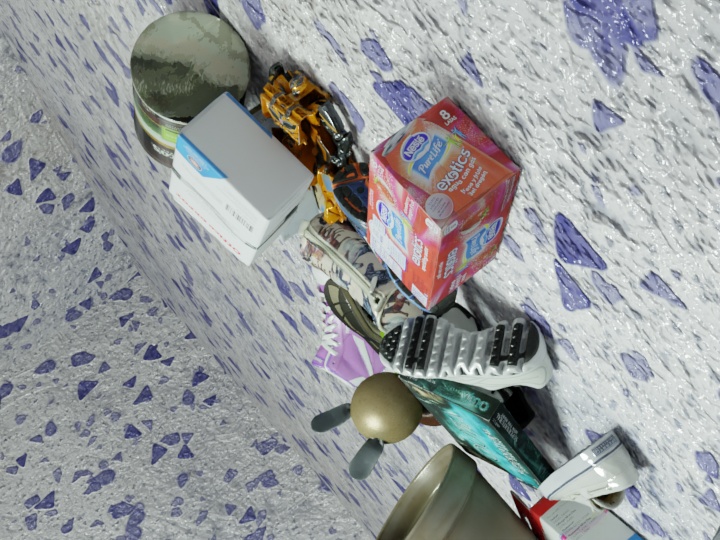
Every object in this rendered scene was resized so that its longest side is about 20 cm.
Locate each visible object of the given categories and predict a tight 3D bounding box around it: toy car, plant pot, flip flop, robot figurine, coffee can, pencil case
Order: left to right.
[{"bbox_3d":[-0.220,-0.226,1.576,0.146,0.146,0.200,52,166,4],"label":"coffee can"},{"bbox_3d":[-0.058,-0.147,1.425,0.145,0.058,0.200,40,161,33],"label":"robot figurine"},{"bbox_3d":[0.000,0.000,1.548,0.200,0.078,0.089,41,-176,41],"label":"pencil case"},{"bbox_3d":[0.022,0.069,1.713,0.200,0.058,0.081,44,167,-29],"label":"flip flop"},{"bbox_3d":[0.043,0.181,1.597,0.164,0.200,0.158,45,164,29],"label":"toy car"},{"bbox_3d":[0.127,0.345,1.517,0.173,0.200,0.200,35,166,-1],"label":"plant pot"}]

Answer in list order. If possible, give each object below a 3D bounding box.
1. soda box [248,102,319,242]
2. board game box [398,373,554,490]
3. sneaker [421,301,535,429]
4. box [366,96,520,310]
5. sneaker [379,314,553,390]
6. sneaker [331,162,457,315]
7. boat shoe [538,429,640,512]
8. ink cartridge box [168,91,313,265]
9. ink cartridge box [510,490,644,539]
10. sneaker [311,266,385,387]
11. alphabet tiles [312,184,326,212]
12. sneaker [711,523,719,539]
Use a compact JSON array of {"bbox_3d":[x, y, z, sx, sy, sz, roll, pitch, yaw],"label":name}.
[{"bbox_3d":[-0.112,-0.127,1.599,0.064,0.068,0.200,44,163,28],"label":"soda box"},{"bbox_3d":[0.139,0.182,1.413,0.135,0.028,0.200,22,161,41],"label":"board game box"},{"bbox_3d":[0.139,0.109,1.407,0.200,0.074,0.080,52,165,-31],"label":"sneaker"},{"bbox_3d":[0.072,-0.058,1.147,0.100,0.095,0.200,48,165,17],"label":"box"},{"bbox_3d":[0.112,0.096,1.322,0.200,0.075,0.081,3,152,32],"label":"sneaker"},{"bbox_3d":[0.045,-0.033,1.375,0.200,0.075,0.078,57,177,19],"label":"sneaker"},{"bbox_3d":[0.251,0.230,1.331,0.070,0.071,0.200,53,160,12],"label":"boat shoe"},{"bbox_3d":[-0.148,-0.104,1.473,0.145,0.084,0.200,44,161,2],"label":"ink cartridge box"},{"bbox_3d":[0.277,0.333,1.486,0.200,0.067,0.116,39,160,45],"label":"ink cartridge box"},{"bbox_3d":[-0.037,0.082,1.801,0.201,0.114,0.073,58,167,-14],"label":"sneaker"},{"bbox_3d":[-0.079,-0.142,1.614,0.167,0.006,0.200,52,166,5],"label":"alphabet tiles"},{"bbox_3d":[0.346,0.264,1.070,0.074,0.081,0.200,35,157,52],"label":"sneaker"}]
